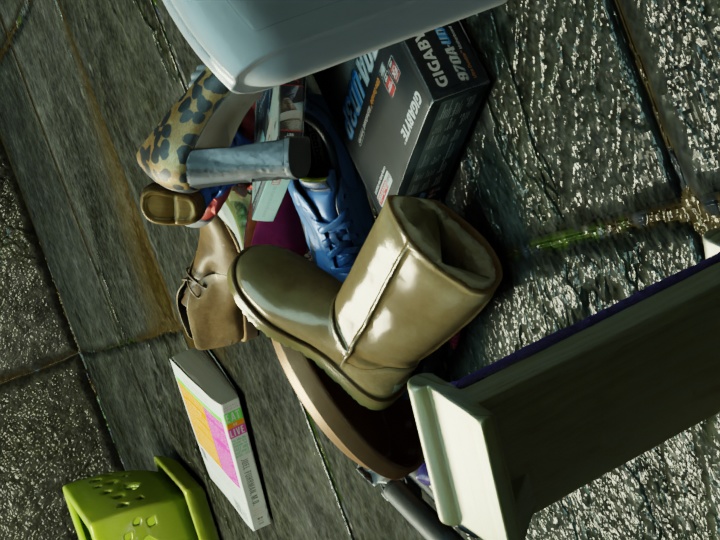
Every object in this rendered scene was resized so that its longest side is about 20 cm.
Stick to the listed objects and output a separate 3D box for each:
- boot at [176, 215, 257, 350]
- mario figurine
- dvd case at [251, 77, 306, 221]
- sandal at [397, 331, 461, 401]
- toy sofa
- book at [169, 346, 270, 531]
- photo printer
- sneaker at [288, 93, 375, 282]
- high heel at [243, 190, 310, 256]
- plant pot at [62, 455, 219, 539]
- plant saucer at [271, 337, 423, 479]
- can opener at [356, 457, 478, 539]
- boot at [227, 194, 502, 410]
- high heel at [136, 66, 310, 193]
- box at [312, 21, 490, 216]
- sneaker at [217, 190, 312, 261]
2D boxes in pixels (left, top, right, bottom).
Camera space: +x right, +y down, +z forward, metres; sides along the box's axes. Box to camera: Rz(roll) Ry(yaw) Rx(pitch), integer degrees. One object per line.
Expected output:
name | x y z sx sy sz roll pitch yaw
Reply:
boot | -0.159 0.008 1.998 0.074 0.075 0.201 -126 23 -45
mario figurine | -0.127 -0.094 1.485 0.107 0.123 0.200 58 -162 -2
dvd case | -0.059 -0.154 1.389 0.146 0.022 0.202 122 150 -70
sandal | 0.053 0.035 1.430 0.075 0.045 0.200 56 146 18
toy sofa | 0.120 0.054 0.951 0.097 0.199 0.083 31 140 56
book | -0.170 0.210 2.332 0.134 0.048 0.201 44 151 51
photo printer | -0.029 -0.201 1.109 0.167 0.199 0.070 64 163 12
sneaker | -0.022 -0.040 1.476 0.078 0.065 0.202 -46 -61 -74
high heel | -0.086 -0.103 1.591 0.202 0.095 0.067 67 164 5
plant pot | -0.310 0.395 2.760 0.200 0.180 0.201 27 137 65
plant saucer | -0.017 0.082 1.528 0.201 0.032 0.201 51 -162 -23
can opener | 0.058 0.193 1.608 0.067 0.053 0.200 41 179 -32
boot | 0.000 0.000 1.363 0.175 0.066 0.200 36 146 3
high heel | -0.099 -0.156 1.299 0.141 0.071 0.202 -2 83 33
box | 0.018 -0.144 1.297 0.200 0.046 0.160 111 136 -66
sneaker | -0.079 -0.052 1.687 0.200 0.076 0.089 53 149 37
